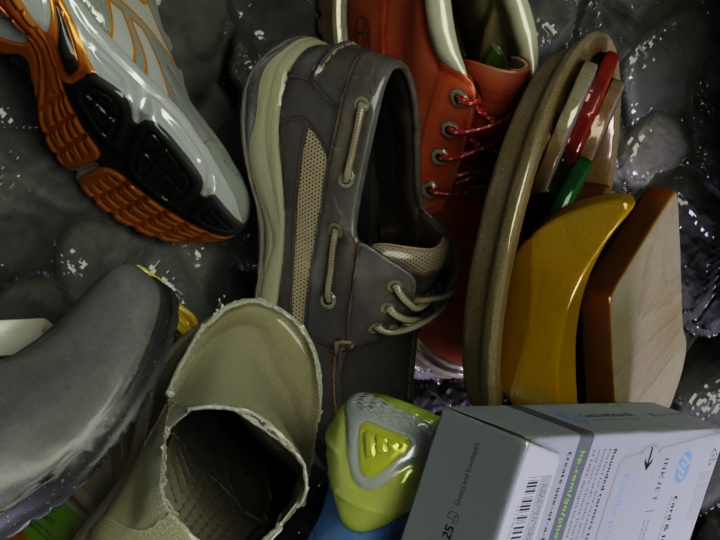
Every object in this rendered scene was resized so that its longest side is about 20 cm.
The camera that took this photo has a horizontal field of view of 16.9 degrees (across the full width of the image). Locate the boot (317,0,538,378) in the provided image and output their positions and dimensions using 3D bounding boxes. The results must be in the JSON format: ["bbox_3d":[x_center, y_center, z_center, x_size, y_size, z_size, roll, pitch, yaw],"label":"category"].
[{"bbox_3d":[0.040,-0.051,1.065,0.075,0.107,0.200,-13,92,-31],"label":"boot"}]

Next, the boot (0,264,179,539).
[{"bbox_3d":[-0.167,0.045,0.918,0.132,0.070,0.200,45,65,-20],"label":"boot"}]

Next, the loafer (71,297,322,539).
[{"bbox_3d":[-0.050,0.073,0.931,0.076,0.068,0.200,43,34,-15],"label":"loafer"}]

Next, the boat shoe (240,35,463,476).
[{"bbox_3d":[0.000,0.000,1.030,0.074,0.073,0.200,-31,117,-50],"label":"boat shoe"}]

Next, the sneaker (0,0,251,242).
[{"bbox_3d":[-0.103,-0.102,1.019,0.200,0.076,0.092,51,52,-20],"label":"sneaker"}]

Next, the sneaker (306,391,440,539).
[{"bbox_3d":[0.018,0.111,0.989,0.105,0.076,0.200,-65,156,-3],"label":"sneaker"}]

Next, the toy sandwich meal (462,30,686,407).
[{"bbox_3d":[0.102,-0.002,1.050,0.070,0.205,0.205,13,74,16],"label":"toy sandwich meal"}]

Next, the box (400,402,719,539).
[{"bbox_3d":[0.070,0.130,0.959,0.200,0.041,0.156,4,105,-60],"label":"box"}]

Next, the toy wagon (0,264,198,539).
[{"bbox_3d":[-0.142,0.083,0.992,0.155,0.040,0.200,45,66,-16],"label":"toy wagon"}]
